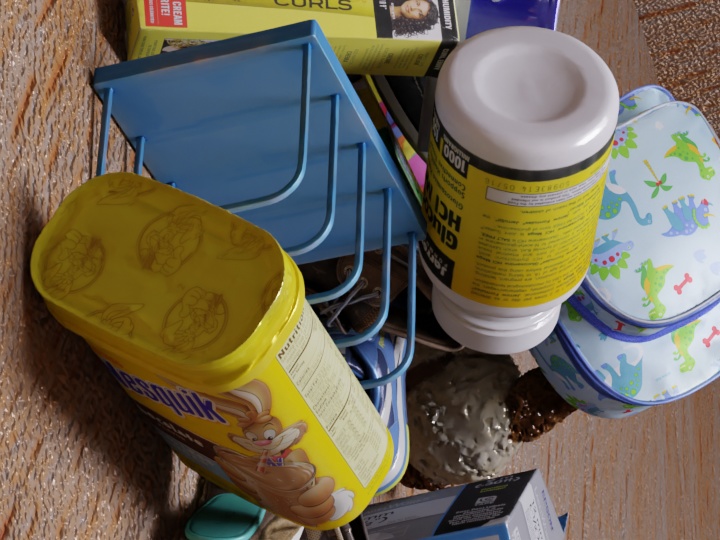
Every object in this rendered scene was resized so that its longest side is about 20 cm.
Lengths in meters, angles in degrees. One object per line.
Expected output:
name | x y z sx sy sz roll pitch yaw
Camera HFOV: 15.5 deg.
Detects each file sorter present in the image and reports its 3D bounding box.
file sorter | -0.058 -0.025 1.546 0.200 0.138 0.123 59 27 -49

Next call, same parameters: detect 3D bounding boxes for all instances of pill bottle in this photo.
pill bottle | 0.094 -0.044 1.646 0.201 0.111 0.113 95 -3 -47

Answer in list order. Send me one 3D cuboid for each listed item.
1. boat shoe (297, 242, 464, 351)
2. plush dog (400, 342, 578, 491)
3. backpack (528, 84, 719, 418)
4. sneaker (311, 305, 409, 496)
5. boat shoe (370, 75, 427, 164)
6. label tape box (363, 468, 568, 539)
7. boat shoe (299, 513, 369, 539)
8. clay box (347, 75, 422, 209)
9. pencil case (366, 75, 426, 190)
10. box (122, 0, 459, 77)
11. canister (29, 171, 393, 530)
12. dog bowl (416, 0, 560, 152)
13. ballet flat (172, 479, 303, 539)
boat shoe | 0.000 0.000 1.721 0.199 0.072 0.073 17 49 -32
plush dog | 0.070 0.070 1.908 0.160 0.200 0.173 10 57 -44
backpack | 0.184 -0.007 1.817 0.201 0.182 0.147 61 -20 0
sneaker | -0.009 0.049 1.785 0.082 0.073 0.201 46 32 -58
boat shoe | 0.027 -0.162 1.895 0.201 0.060 0.076 61 0 15
label tape box | 0.053 0.181 1.752 0.200 0.142 0.067 -46 121 -72
boat shoe | -0.025 0.117 1.659 0.074 0.073 0.202 38 41 -67
clay box | -0.003 -0.098 1.870 0.115 0.047 0.201 62 3 -44
pencil case | 0.039 -0.091 2.063 0.200 0.088 0.089 55 26 -56
box | -0.043 -0.162 1.606 0.050 0.198 0.076 118 -30 -61
canister | -0.073 0.048 1.413 0.087 0.148 0.200 -56 147 -17
dog bowl | 0.088 -0.174 1.747 0.200 0.078 0.202 7 90 -89
ballet flat | -0.062 0.152 1.529 0.200 0.067 0.073 -59 153 -69
